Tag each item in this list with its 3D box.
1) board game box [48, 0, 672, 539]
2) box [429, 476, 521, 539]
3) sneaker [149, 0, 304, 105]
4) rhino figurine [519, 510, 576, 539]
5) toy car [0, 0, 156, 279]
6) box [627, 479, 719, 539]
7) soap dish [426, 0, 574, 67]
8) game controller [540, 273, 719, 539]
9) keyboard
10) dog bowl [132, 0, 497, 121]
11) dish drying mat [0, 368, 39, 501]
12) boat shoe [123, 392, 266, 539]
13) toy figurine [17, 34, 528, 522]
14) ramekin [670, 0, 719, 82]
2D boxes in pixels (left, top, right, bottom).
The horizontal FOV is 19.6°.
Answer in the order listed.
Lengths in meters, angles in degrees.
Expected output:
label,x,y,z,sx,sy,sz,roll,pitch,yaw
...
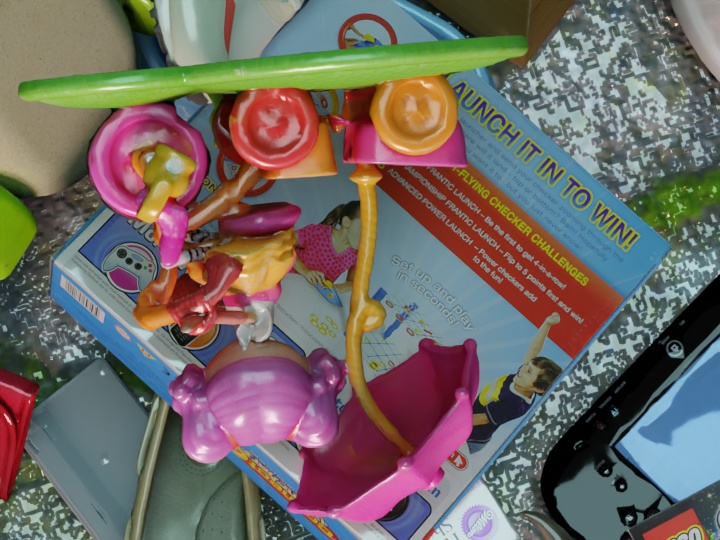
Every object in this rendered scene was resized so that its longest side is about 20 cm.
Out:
label,x,y,z,sx,sy,sz,roll,pitch,yaw
board game box,0.000,0.000,0.923,0.200,0.056,0.196,42,71,4
box,-0.018,0.164,0.972,0.199,0.039,0.042,-32,83,-7
sneaker,-0.024,-0.161,0.905,0.093,0.070,0.201,5,61,22
rhino figurine,0.100,0.207,0.951,0.087,0.060,0.201,-14,92,-5
toy car,-0.205,-0.120,0.905,0.199,0.158,0.165,23,72,28
box,0.237,0.129,0.916,0.199,0.038,0.137,-30,72,8
soap dish,0.077,-0.225,1.015,0.157,0.081,0.200,37,80,3
game controller,0.180,0.068,0.995,0.104,0.042,0.200,45,81,4
keyboard,-0.085,0.129,0.965,0.056,0.011,0.200,-36,69,-14
dog bowl,-0.024,-0.097,1.007,0.199,0.050,0.112,28,81,2
dish drying mat,-0.250,0.047,0.967,0.199,0.077,0.018,20,41,0
boat shoe,-0.074,0.124,0.926,0.073,0.063,0.202,5,65,4
toy figurine,-0.026,0.009,0.815,0.199,0.150,0.185,-6,95,-13
ramekin,0.249,-0.163,0.983,0.201,0.094,0.204,0,91,-15
